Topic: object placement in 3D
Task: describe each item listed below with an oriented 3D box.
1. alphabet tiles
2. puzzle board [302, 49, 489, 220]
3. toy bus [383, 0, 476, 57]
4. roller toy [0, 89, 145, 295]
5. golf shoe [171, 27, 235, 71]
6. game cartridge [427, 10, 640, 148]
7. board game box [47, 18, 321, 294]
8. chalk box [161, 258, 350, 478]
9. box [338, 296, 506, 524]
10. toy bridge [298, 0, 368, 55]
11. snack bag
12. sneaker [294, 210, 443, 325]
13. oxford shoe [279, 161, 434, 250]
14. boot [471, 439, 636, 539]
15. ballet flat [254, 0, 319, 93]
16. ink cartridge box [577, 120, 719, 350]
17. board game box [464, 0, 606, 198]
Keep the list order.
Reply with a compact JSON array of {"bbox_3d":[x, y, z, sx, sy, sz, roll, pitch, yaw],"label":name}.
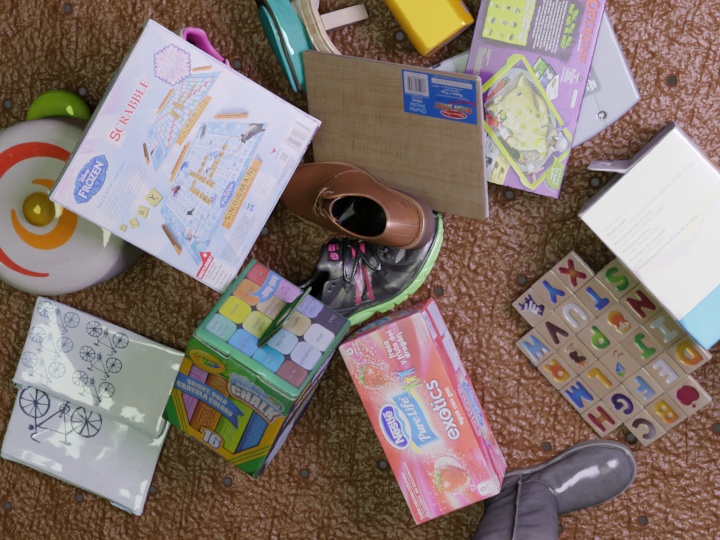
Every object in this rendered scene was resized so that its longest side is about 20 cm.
[{"bbox_3d":[0.249,0.080,1.427,0.200,0.006,0.166,47,131,2],"label":"alphabet tiles"},{"bbox_3d":[0.036,-0.136,1.417,0.199,0.017,0.151,13,124,29],"label":"puzzle board"},{"bbox_3d":[0.033,-0.311,1.418,0.065,0.078,0.201,-34,90,13],"label":"toy bus"},{"bbox_3d":[-0.309,-0.067,1.487,0.200,0.140,0.183,42,104,3],"label":"roller toy"},{"bbox_3d":[-0.147,-0.159,1.463,0.200,0.075,0.091,53,141,-1],"label":"golf shoe"},{"bbox_3d":[0.170,-0.176,1.433,0.199,0.040,0.134,-22,89,13],"label":"game cartridge"},{"bbox_3d":[-0.172,-0.111,1.410,0.199,0.041,0.201,30,89,-18],"label":"board game box"},{"bbox_3d":[-0.101,0.086,1.431,0.124,0.125,0.200,32,136,6],"label":"chalk box"},{"bbox_3d":[0.066,0.140,1.463,0.094,0.103,0.201,-23,94,14],"label":"box"},{"bbox_3d":[-0.024,-0.251,1.442,0.027,0.067,0.201,-16,96,49],"label":"toy bridge"},{"bbox_3d":[-0.299,0.150,1.576,0.188,0.021,0.201,21,101,7],"label":"snack bag"},{"bbox_3d":[0.000,0.000,1.460,0.200,0.077,0.084,-36,118,12],"label":"sneaker"},{"bbox_3d":[-0.021,-0.070,1.422,0.199,0.071,0.072,17,101,43],"label":"oxford shoe"},{"bbox_3d":[0.185,0.242,1.401,0.181,0.200,0.073,-23,93,13],"label":"boot"},{"bbox_3d":[-0.083,-0.282,1.455,0.070,0.067,0.201,-29,94,-6],"label":"ballet flat"},{"bbox_3d":[0.306,-0.047,1.375,0.125,0.129,0.200,-43,89,13],"label":"ink cartridge box"},{"bbox_3d":[0.161,-0.182,1.402,0.119,0.032,0.201,15,101,13],"label":"board game box"}]
